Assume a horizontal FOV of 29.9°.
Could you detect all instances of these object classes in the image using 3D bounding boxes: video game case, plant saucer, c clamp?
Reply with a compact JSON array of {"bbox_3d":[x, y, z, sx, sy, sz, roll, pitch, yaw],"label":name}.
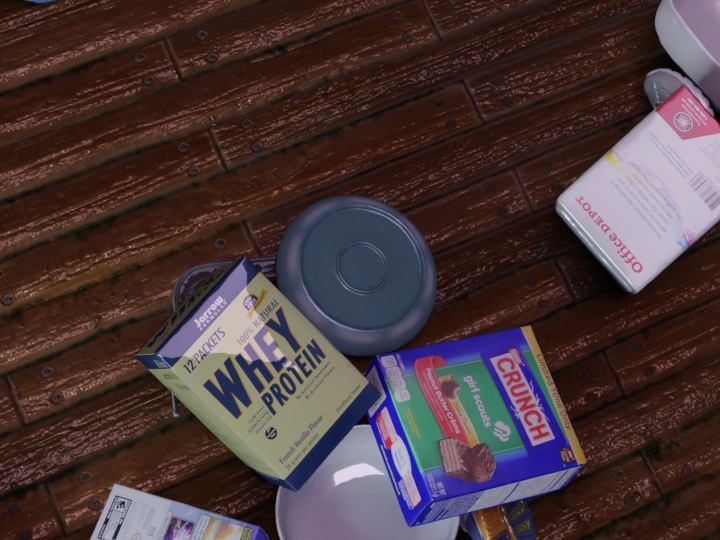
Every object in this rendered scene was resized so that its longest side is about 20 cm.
[{"bbox_3d":[-0.213,0.342,1.408,0.179,0.046,0.202,12,65,21],"label":"video game case"},{"bbox_3d":[0.000,0.000,1.584,0.197,0.027,0.203,6,68,-15],"label":"plant saucer"},{"bbox_3d":[-0.137,0.067,1.558,0.197,0.027,0.173,-12,72,-12],"label":"c clamp"}]

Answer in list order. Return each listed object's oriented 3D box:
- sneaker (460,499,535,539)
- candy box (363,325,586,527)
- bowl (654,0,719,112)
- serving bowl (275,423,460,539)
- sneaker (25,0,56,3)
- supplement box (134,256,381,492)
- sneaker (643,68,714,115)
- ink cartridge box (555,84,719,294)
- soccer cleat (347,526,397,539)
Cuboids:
[{"bbox_3d":[0.121,0.250,1.511,0.075,0.088,0.202,-20,78,-40],"label":"sneaker"},{"bbox_3d":[0.119,0.163,1.442,0.198,0.077,0.171,-8,63,-28],"label":"candy box"},{"bbox_3d":[0.469,-0.288,1.717,0.199,0.075,0.200,-34,82,-38],"label":"bowl"},{"bbox_3d":[0.008,0.268,1.453,0.197,0.066,0.202,0,54,1],"label":"serving bowl"},{"bbox_3d":[-0.338,-0.384,1.616,0.198,0.079,0.076,-23,79,-16],"label":"sneaker"},{"bbox_3d":[-0.114,0.109,1.427,0.200,0.200,0.134,45,76,-8],"label":"supplement box"},{"bbox_3d":[0.403,-0.159,1.689,0.081,0.075,0.202,-23,80,-16],"label":"sneaker"},{"bbox_3d":[0.346,-0.089,1.595,0.200,0.145,0.146,-41,84,3],"label":"ink cartridge box"},{"bbox_3d":[0.068,0.314,1.499,0.197,0.070,0.088,2,74,-9],"label":"soccer cleat"}]
